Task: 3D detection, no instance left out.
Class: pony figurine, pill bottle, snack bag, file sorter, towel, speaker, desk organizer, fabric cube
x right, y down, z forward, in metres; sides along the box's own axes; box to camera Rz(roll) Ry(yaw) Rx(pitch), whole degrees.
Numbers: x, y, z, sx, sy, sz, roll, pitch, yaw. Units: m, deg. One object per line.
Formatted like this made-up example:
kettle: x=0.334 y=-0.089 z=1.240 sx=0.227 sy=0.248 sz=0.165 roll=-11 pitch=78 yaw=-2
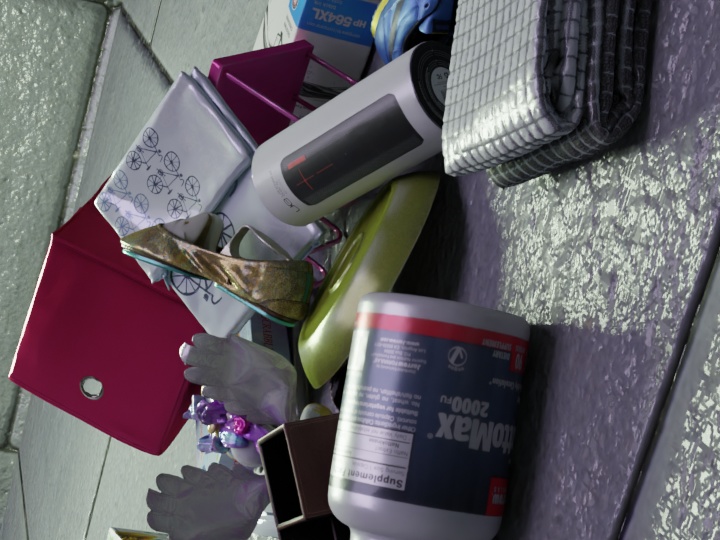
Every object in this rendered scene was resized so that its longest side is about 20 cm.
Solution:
pony figurine: x=-0.079 y=0.140 z=1.259 sx=0.200 sy=0.191 sz=0.169 roll=-158 pitch=84 yaw=-72
pill bottle: x=0.042 y=0.123 z=1.028 sx=0.119 sy=0.118 sz=0.203 roll=176 pitch=104 yaw=-71
snack bag: x=-0.140 y=-0.047 z=1.391 sx=0.201 sy=0.021 sz=0.189 roll=51 pitch=126 yaw=11
file sorter: x=-0.076 y=-0.087 z=1.432 sx=0.125 sy=0.138 sz=0.202 roll=34 pitch=121 yaw=24
towel: x=0.123 y=-0.166 z=1.015 sx=0.165 sy=0.085 sz=0.203 roll=160 pitch=118 yaw=-71
speaker: x=0.001 y=-0.106 z=1.244 sx=0.199 sy=0.081 sz=0.082 roll=-26 pitch=52 yaw=42
desk organizer: x=-0.008 y=0.203 z=1.100 sx=0.072 sy=0.076 sz=0.202 roll=143 pitch=115 yaw=-64
fabric cube: x=-0.239 y=0.040 z=1.696 sx=0.201 sy=0.195 sz=0.200 roll=-65 pitch=-4 yaw=31

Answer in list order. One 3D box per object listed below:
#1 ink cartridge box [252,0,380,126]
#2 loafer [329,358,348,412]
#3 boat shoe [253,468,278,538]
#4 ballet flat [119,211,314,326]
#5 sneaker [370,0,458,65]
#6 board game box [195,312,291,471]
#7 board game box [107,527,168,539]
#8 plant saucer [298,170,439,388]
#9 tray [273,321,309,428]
ink cartridge box: x=-0.054 y=-0.216 z=1.559 sx=0.147 sy=0.083 sz=0.202 roll=-108 pitch=35 yaw=-55
loafer: x=0.010 y=0.077 z=1.224 sx=0.200 sy=0.069 sz=0.076 roll=-140 pitch=63 yaw=-69
boat shoe: x=-0.071 y=0.200 z=1.386 sx=0.200 sy=0.073 sz=0.068 roll=178 pitch=102 yaw=-72
ballet flat: x=-0.121 y=-0.014 z=1.342 sx=0.198 sy=0.070 sz=0.072 roll=22 pitch=103 yaw=30
sneaker: x=0.069 y=-0.242 z=1.257 sx=0.201 sy=0.065 sz=0.079 roll=-67 pitch=34 yaw=34
board game box: x=-0.120 y=0.119 z=1.541 sx=0.201 sy=0.041 sz=0.201 roll=-102 pitch=28 yaw=-60
board game box: x=-0.100 y=0.241 z=1.241 sx=0.126 sy=0.198 sz=0.035 roll=171 pitch=108 yaw=-74
plant saucer: x=0.000 y=0.000 z=1.250 sx=0.201 sy=0.031 sz=0.200 roll=-58 pitch=8 yaw=13
tray: x=-0.076 y=0.093 z=1.547 sx=0.108 sy=0.022 sz=0.202 roll=120 pitch=154 yaw=-43
